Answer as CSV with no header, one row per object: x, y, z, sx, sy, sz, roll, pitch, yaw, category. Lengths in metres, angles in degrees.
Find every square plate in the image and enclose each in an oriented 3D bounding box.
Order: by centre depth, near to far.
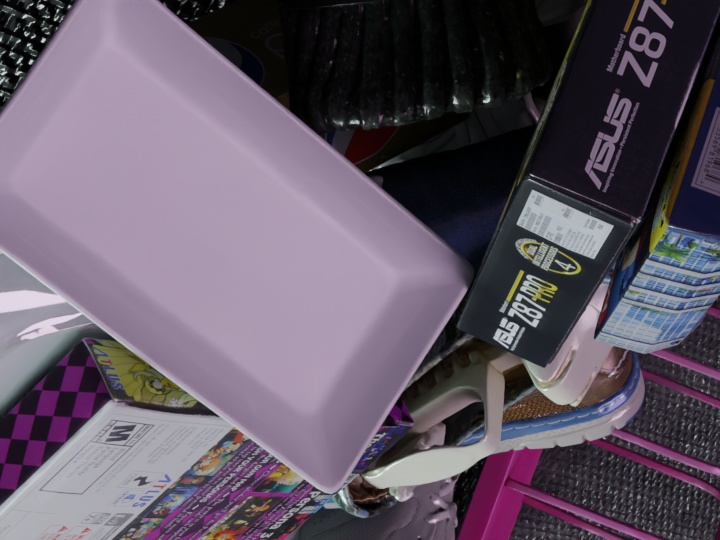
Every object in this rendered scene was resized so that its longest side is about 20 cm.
-0.098,0.045,0.979,0.197,0.029,0.200,-12,149,-27,square plate

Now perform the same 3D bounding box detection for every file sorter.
0.133,0.113,1.273,0.139,0.125,0.201,-36,146,-72,file sorter

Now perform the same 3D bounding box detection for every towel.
0.000,0.000,1.070,0.199,0.049,0.112,-17,141,-3,towel

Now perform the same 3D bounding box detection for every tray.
-0.054,-0.013,0.905,0.200,0.022,0.108,39,79,-28,tray

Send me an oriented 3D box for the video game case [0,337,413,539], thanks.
-0.103,0.104,1.006,0.181,0.036,0.200,8,137,-49,video game case

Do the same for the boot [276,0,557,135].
0.051,-0.142,0.890,0.079,0.210,0.159,-19,95,-57,boot

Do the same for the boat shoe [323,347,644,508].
0.030,0.052,1.148,0.199,0.072,0.073,-16,131,4,boat shoe

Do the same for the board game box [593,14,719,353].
0.156,-0.066,0.958,0.200,0.061,0.201,101,9,-73,board game box

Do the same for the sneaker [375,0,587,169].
0.067,-0.066,1.107,0.078,0.099,0.201,-28,139,-34,sneaker

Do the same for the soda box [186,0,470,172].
-0.042,-0.067,1.005,0.200,0.064,0.068,-28,141,-33,soda box

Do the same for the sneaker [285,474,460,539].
0.028,0.108,1.226,0.200,0.092,0.076,-54,148,0,sneaker

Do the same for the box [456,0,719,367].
0.096,-0.065,0.929,0.200,0.049,0.162,104,11,-74,box

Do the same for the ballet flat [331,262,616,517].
0.062,0.043,1.053,0.200,0.074,0.074,-36,151,19,ballet flat
